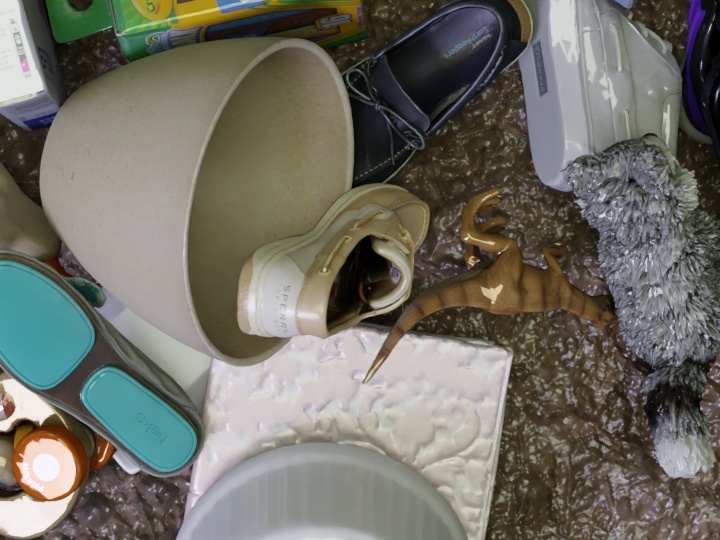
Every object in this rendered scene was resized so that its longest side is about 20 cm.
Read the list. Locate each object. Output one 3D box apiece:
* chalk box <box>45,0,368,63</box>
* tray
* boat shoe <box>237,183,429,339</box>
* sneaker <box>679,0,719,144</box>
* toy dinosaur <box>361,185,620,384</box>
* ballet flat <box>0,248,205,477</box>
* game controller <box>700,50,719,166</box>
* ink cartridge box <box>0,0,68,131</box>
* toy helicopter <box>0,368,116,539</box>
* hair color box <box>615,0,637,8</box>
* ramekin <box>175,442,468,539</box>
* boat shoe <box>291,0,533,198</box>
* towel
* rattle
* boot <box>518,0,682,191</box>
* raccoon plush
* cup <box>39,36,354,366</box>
[{"bbox_3d":[-0.104,-0.197,1.400,0.198,0.124,0.126,-13,79,-1],"label":"chalk box"},{"bbox_3d":[-0.110,0.030,1.460,0.200,0.022,0.108,-41,90,0],"label":"tray"},{"bbox_3d":[0.000,0.000,1.379,0.069,0.200,0.074,14,116,26],"label":"boat shoe"},{"bbox_3d":[0.246,-0.183,1.425,0.069,0.100,0.202,1,91,-3],"label":"sneaker"},{"bbox_3d":[0.085,0.007,1.413,0.198,0.061,0.107,-2,59,-27],"label":"toy dinosaur"},{"bbox_3d":[-0.177,0.055,1.388,0.067,0.064,0.200,-43,116,2],"label":"ballet flat"},{"bbox_3d":[0.273,-0.080,1.399,0.104,0.042,0.201,-34,135,-6],"label":"game controller"},{"bbox_3d":[-0.226,-0.192,1.371,0.043,0.196,0.202,-14,91,-2],"label":"ink cartridge box"},{"bbox_3d":[-0.260,0.089,1.424,0.132,0.079,0.200,-39,92,19],"label":"toy helicopter"},{"bbox_3d":[0.122,-0.263,1.399,0.199,0.061,0.099,37,64,18],"label":"hair color box"},{"bbox_3d":[-0.025,0.219,1.392,0.199,0.098,0.202,0,112,1],"label":"ramekin"},{"bbox_3d":[0.024,-0.112,1.430,0.200,0.062,0.075,-38,87,15],"label":"boat shoe"},{"bbox_3d":[-0.011,0.127,1.445,0.198,0.032,0.193,9,97,-3],"label":"towel"},{"bbox_3d":[-0.264,-0.005,1.426,0.200,0.130,0.143,38,94,-18],"label":"rattle"},{"bbox_3d":[0.156,-0.152,1.449,0.095,0.073,0.202,-3,85,-22],"label":"boot"},{"bbox_3d":[0.189,0.011,1.369,0.096,0.134,0.201,-22,57,18],"label":"raccoon plush"},{"bbox_3d":[-0.113,-0.054,1.370,0.142,0.200,0.202,12,90,26],"label":"cup"}]
